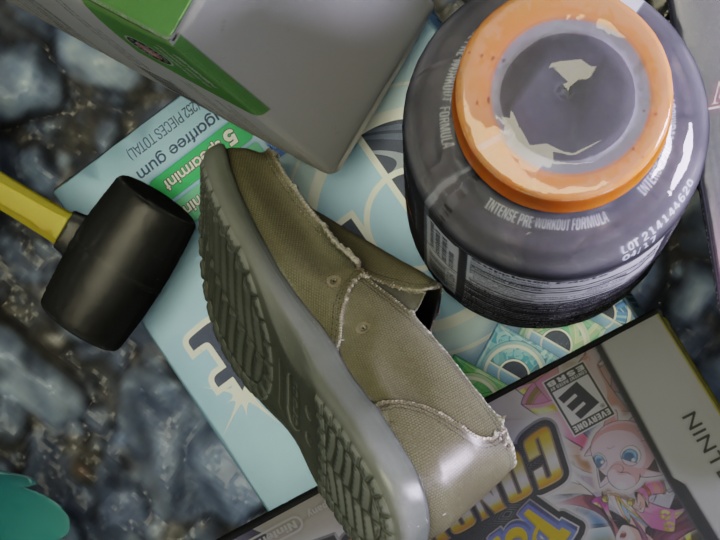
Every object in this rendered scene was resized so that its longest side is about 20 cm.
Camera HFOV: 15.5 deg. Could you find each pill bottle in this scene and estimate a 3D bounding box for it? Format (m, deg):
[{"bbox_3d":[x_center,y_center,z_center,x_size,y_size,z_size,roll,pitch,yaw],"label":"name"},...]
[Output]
[{"bbox_3d":[0.067,-0.043,0.936,0.106,0.200,0.107,0,81,1],"label":"pill bottle"}]

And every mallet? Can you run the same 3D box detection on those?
[{"bbox_3d":[-0.167,-0.035,1.044,0.199,0.041,0.066,24,98,-5],"label":"mallet"}]

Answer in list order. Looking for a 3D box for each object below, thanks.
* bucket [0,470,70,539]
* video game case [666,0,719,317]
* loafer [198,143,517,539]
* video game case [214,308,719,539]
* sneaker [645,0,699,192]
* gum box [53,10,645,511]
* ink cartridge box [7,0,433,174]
[{"bbox_3d":[-0.214,0.157,1.044,0.134,0.207,0.208,14,93,20],"label":"bucket"},{"bbox_3d":[0.194,-0.035,0.960,0.142,0.019,0.201,-10,93,1],"label":"video game case"},{"bbox_3d":[-0.005,0.025,0.997,0.069,0.075,0.200,-17,52,-20],"label":"loafer"},{"bbox_3d":[0.069,0.133,0.968,0.199,0.026,0.181,-27,66,-7],"label":"video game case"},{"bbox_3d":[0.148,-0.064,1.018,0.076,0.091,0.200,-34,82,12],"label":"sneaker"},{"bbox_3d":[0.000,0.000,1.073,0.170,0.045,0.200,-36,82,10],"label":"gum box"},{"bbox_3d":[-0.093,-0.132,1.014,0.200,0.146,0.085,30,86,29],"label":"ink cartridge box"}]
